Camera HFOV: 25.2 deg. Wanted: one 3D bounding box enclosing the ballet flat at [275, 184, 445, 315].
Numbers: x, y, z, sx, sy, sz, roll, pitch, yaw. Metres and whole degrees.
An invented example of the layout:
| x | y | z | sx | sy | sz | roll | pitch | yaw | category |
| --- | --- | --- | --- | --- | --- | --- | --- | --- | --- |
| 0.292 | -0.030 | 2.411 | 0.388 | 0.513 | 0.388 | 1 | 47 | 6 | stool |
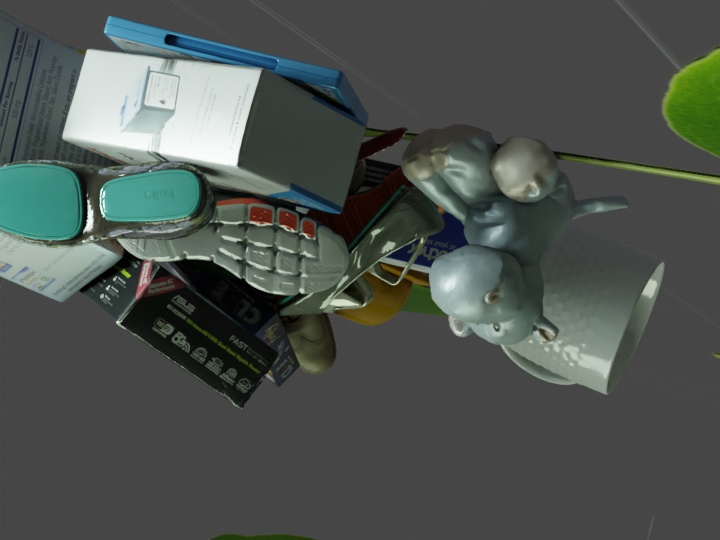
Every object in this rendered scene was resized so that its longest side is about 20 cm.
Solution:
| x | y | z | sx | sy | sz | roll | pitch | yaw | category |
| --- | --- | --- | --- | --- | --- | --- | --- | --- | --- |
| 0.000 | 0.000 | 1.479 | 0.064 | 0.200 | 0.067 | 46 | -148 | -4 | ballet flat |

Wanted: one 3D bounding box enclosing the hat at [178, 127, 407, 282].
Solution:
| x | y | z | sx | sy | sz | roll | pitch | yaw | category |
| --- | --- | --- | --- | --- | --- | --- | --- | --- | --- |
| -0.094 | -0.097 | 1.463 | 0.199 | 0.177 | 0.166 | 14 | -161 | -17 | hat |

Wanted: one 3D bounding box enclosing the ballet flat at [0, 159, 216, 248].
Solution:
| x | y | z | sx | sy | sz | roll | pitch | yaw | category |
| --- | --- | --- | --- | --- | --- | --- | --- | --- | --- |
| -0.207 | -0.051 | 1.279 | 0.199 | 0.072 | 0.072 | 0 | 170 | 12 | ballet flat |

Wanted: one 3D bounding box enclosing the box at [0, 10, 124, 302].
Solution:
| x | y | z | sx | sy | sz | roll | pitch | yaw | category |
| --- | --- | --- | --- | --- | --- | --- | --- | --- | --- |
| -0.299 | -0.103 | 1.386 | 0.200 | 0.185 | 0.105 | 28 | 140 | -30 | box |

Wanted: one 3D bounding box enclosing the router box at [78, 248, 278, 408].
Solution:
| x | y | z | sx | sy | sz | roll | pitch | yaw | category |
| --- | --- | --- | --- | --- | --- | --- | --- | --- | --- |
| -0.181 | 0.033 | 1.452 | 0.150 | 0.062 | 0.200 | 40 | 175 | -33 | router box |

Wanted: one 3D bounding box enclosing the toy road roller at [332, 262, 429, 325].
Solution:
| x | y | z | sx | sy | sz | roll | pitch | yaw | category |
| --- | --- | --- | --- | --- | --- | --- | --- | --- | --- |
| 0.033 | -0.014 | 1.717 | 0.123 | 0.147 | 0.199 | 21 | 172 | -43 | toy road roller |

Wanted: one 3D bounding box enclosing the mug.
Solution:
| x | y | z | sx | sy | sz | roll | pitch | yaw | category |
| --- | --- | --- | --- | --- | --- | --- | --- | --- | --- |
| 0.197 | 0.041 | 1.648 | 0.175 | 0.148 | 0.201 | 24 | 141 | 17 | mug |

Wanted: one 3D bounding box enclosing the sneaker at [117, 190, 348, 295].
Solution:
| x | y | z | sx | sy | sz | roll | pitch | yaw | category |
| --- | --- | --- | --- | --- | --- | --- | --- | --- | --- |
| -0.105 | -0.040 | 1.362 | 0.199 | 0.077 | 0.082 | 15 | -157 | -4 | sneaker |

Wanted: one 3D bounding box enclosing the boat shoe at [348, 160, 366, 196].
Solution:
| x | y | z | sx | sy | sz | roll | pitch | yaw | category |
| --- | --- | --- | --- | --- | --- | --- | --- | --- | --- |
| -0.094 | -0.114 | 1.542 | 0.199 | 0.074 | 0.063 | 3 | 162 | 5 | boat shoe |

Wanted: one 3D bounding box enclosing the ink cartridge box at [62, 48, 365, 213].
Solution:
| x | y | z | sx | sy | sz | roll | pitch | yaw | category |
| --- | --- | --- | --- | --- | --- | --- | --- | --- | --- |
| -0.120 | -0.115 | 1.327 | 0.199 | 0.086 | 0.146 | 9 | 172 | 37 | ink cartridge box |

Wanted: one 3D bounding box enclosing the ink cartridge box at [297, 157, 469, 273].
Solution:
| x | y | z | sx | sy | sz | roll | pitch | yaw | category |
| --- | --- | --- | --- | --- | --- | --- | --- | --- | --- |
| 0.027 | -0.057 | 1.596 | 0.199 | 0.094 | 0.044 | 13 | 174 | 20 | ink cartridge box |

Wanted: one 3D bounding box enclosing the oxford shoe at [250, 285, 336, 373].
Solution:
| x | y | z | sx | sy | sz | roll | pitch | yaw | category |
| --- | --- | --- | --- | --- | --- | --- | --- | --- | --- |
| -0.087 | 0.033 | 1.669 | 0.200 | 0.070 | 0.075 | 58 | -172 | -20 | oxford shoe |

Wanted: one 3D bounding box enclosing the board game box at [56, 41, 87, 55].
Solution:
| x | y | z | sx | sy | sz | roll | pitch | yaw | category |
| --- | --- | --- | --- | --- | --- | --- | --- | --- | --- |
| -0.273 | -0.177 | 1.539 | 0.199 | 0.041 | 0.153 | 18 | 173 | -22 | board game box |

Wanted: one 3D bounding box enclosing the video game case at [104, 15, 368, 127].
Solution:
| x | y | z | sx | sy | sz | roll | pitch | yaw | category |
| --- | --- | --- | --- | --- | --- | --- | --- | --- | --- |
| -0.099 | -0.162 | 1.339 | 0.199 | 0.018 | 0.143 | 15 | 173 | 11 | video game case |

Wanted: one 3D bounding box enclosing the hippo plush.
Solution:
| x | y | z | sx | sy | sz | roll | pitch | yaw | category |
| --- | --- | --- | --- | --- | --- | --- | --- | --- | --- |
| 0.105 | -0.023 | 1.378 | 0.159 | 0.162 | 0.200 | 12 | 172 | 32 | hippo plush |

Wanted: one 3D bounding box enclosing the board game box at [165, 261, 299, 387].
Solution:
| x | y | z | sx | sy | sz | roll | pitch | yaw | category |
| --- | --- | --- | --- | --- | --- | --- | --- | --- | --- |
| -0.129 | 0.037 | 1.600 | 0.135 | 0.035 | 0.200 | 42 | 170 | 16 | board game box |

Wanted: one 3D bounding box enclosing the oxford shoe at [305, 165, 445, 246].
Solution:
| x | y | z | sx | sy | sz | roll | pitch | yaw | category |
| --- | --- | --- | --- | --- | --- | --- | --- | --- | --- |
| 0.018 | -0.047 | 1.539 | 0.199 | 0.072 | 0.073 | -22 | 174 | 33 | oxford shoe |
